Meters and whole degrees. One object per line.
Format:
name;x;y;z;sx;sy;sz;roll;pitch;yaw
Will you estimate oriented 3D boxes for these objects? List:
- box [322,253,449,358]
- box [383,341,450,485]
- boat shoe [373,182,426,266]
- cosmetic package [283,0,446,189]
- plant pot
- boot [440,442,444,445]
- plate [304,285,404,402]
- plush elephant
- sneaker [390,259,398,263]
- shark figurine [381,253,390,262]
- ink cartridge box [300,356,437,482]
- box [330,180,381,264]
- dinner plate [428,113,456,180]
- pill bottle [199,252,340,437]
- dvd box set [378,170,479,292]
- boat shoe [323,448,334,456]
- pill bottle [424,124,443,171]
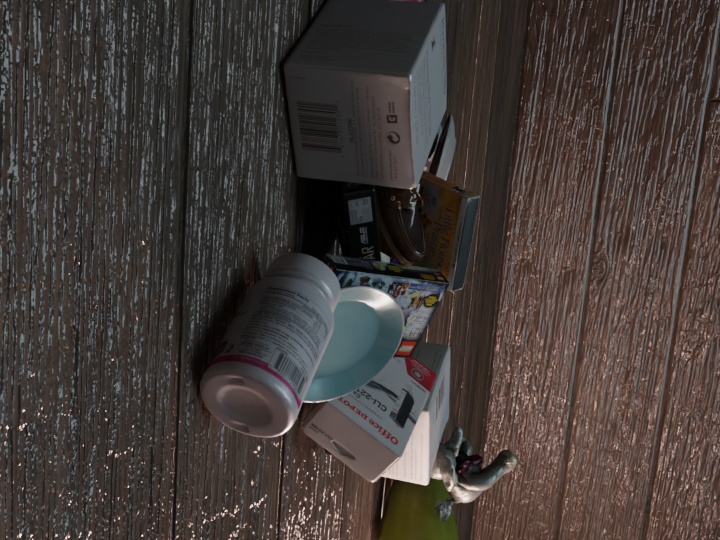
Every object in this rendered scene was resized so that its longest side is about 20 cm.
box;0.014;0.054;1.278;0.199;0.040;0.138;6;121;-35
box;0.094;0.274;1.809;0.199;0.129;0.202;-62;155;-52
boat shoe;0.055;-0.108;1.293;0.070;0.070;0.202;10;57;-58
cosmetic package;0.014;-0.237;1.203;0.201;0.165;0.168;-67;159;-46
plant pot;0.128;0.528;2.008;0.188;0.185;0.201;77;14;-52
boot;0.162;0.380;2.037;0.064;0.185;0.201;-52;156;-24
plate;-0.034;0.096;1.236;0.026;0.199;0.201;-125;-160;-43
plush elephant;0.192;0.398;1.904;0.200;0.164;0.155;-47;126;-21
sneaker;0.052;-0.051;1.550;0.070;0.099;0.202;-61;155;-57
shark figurine;0.008;0.021;1.491;0.127;0.089;0.217;17;70;-41
ink cartridge box;0.017;0.201;1.418;0.084;0.144;0.200;-50;-175;39
box;-0.008;-0.077;1.304;0.161;0.043;0.201;-106;-172;-47
dinner plate;0.120;-0.146;1.443;0.200;0.024;0.202;-162;-90;-90
pill bottle;-0.096;0.080;1.054;0.201;0.112;0.114;-66;158;-45
dvd box set;0.083;-0.074;1.356;0.029;0.199;0.148;-16;124;-40
boat shoe;-0.023;0.228;1.497;0.200;0.074;0.074;-70;152;-65
pill bottle;0.083;-0.228;1.560;0.200;0.112;0.114;20;78;-74
